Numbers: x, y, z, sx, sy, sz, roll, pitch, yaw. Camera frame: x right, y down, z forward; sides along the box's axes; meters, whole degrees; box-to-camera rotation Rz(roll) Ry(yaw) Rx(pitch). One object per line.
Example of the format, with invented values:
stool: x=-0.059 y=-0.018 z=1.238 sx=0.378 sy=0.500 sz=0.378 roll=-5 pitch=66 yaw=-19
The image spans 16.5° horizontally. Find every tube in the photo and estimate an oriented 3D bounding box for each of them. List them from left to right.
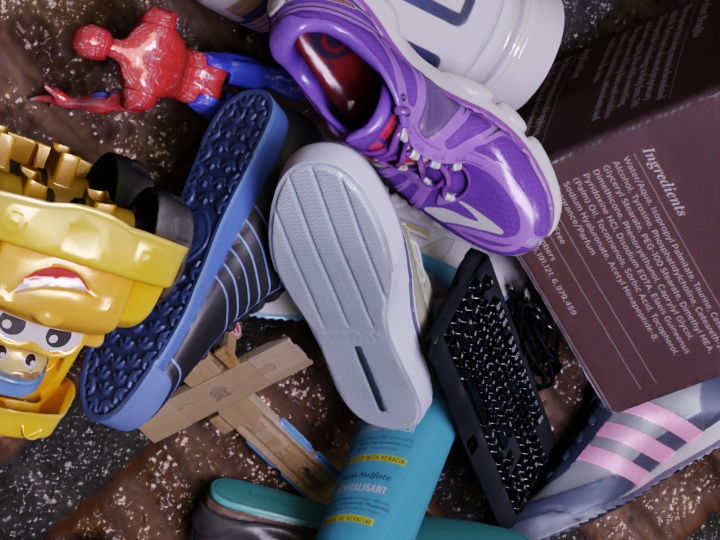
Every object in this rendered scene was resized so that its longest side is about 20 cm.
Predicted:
tube: x=0.022 y=0.102 z=1.399 sx=0.050 sy=0.077 sz=0.200 roll=63 pitch=37 yaw=-41

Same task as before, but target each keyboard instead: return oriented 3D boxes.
keyboard: x=0.090 y=0.062 z=1.413 sx=0.200 sy=0.040 sz=0.104 roll=67 pitch=40 yaw=-52

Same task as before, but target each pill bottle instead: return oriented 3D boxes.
pill bottle: x=0.011 y=-0.162 z=1.390 sx=0.200 sy=0.111 sz=0.111 roll=24 pitch=86 yaw=-25

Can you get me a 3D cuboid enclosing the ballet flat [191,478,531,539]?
ballet flat: x=0.000 y=0.169 z=1.430 sx=0.199 sy=0.068 sz=0.069 roll=11 pitch=106 yaw=4

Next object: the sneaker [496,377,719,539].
sneaker: x=0.154 y=0.101 z=1.525 sx=0.200 sy=0.070 sz=0.082 roll=-30 pitch=87 yaw=-19

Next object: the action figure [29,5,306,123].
action figure: x=-0.098 y=-0.105 z=1.380 sx=0.200 sy=0.099 sz=0.065 roll=18 pitch=85 yaw=-48

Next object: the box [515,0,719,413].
box: x=0.202 y=-0.052 z=1.415 sx=0.200 sy=0.166 sz=0.164 roll=-22 pitch=111 yaw=26

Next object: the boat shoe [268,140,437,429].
boat shoe: x=0.000 y=0.000 z=1.332 sx=0.200 sy=0.072 sz=0.062 roll=75 pitch=26 yaw=-43

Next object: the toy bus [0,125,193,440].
toy bus: x=-0.189 y=0.022 z=1.277 sx=0.135 sy=0.200 sz=0.192 roll=19 pitch=96 yaw=-24

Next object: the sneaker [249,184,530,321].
sneaker: x=0.014 y=-0.014 z=1.430 sx=0.199 sy=0.076 sz=0.081 roll=-2 pitch=93 yaw=-27

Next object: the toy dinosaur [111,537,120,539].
toy dinosaur: x=-0.191 y=0.200 z=1.321 sx=0.200 sy=0.135 sz=0.102 roll=-5 pitch=81 yaw=-66

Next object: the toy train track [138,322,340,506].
toy train track: x=-0.053 y=0.084 z=1.424 sx=0.115 sy=0.033 sz=0.200 roll=-27 pitch=126 yaw=25

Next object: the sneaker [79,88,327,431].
sneaker: x=-0.074 y=0.005 z=1.333 sx=0.078 sy=0.070 sz=0.200 roll=35 pitch=81 yaw=-40

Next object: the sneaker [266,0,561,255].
sneaker: x=0.021 y=-0.071 z=1.312 sx=0.200 sy=0.084 sz=0.081 roll=40 pitch=118 yaw=-15
